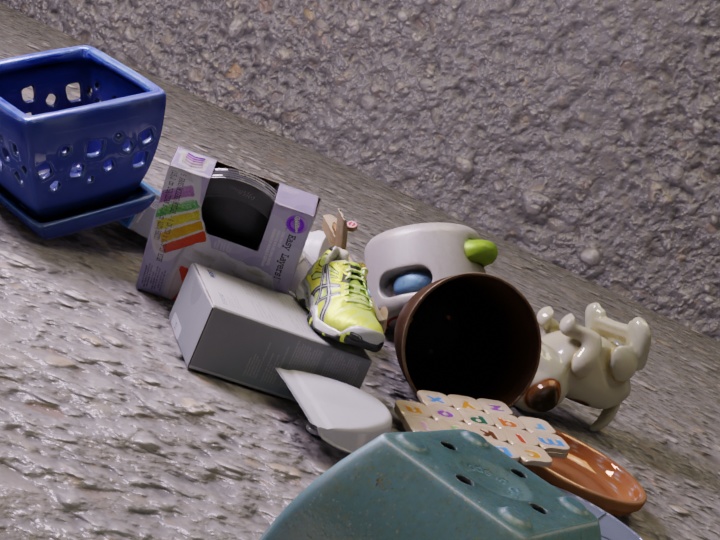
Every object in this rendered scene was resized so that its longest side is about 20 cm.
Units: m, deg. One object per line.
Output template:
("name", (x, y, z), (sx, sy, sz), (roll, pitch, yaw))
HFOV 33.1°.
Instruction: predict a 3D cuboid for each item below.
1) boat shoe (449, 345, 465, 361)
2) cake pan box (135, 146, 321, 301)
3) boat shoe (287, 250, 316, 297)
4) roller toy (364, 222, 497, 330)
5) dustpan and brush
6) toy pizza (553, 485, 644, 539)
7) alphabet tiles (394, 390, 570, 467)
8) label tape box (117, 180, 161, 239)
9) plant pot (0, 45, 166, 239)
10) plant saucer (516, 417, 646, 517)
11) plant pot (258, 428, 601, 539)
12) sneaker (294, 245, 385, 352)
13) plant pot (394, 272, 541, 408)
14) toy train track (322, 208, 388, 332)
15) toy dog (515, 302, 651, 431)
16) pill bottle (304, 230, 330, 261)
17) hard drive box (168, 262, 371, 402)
("boat shoe", (0.149, 0.119, 1.813), (0.071, 0.073, 0.200), (-4, 13, 15))
("cake pan box", (-0.160, -0.036, 1.457), (0.183, 0.201, 0.052), (19, 35, -8))
("boat shoe", (-0.109, -0.023, 1.532), (0.200, 0.072, 0.069), (51, -3, 4))
("roller toy", (0.098, 0.019, 1.815), (0.181, 0.141, 0.200), (0, -15, -19))
("dustpan and brush", (0.008, 0.170, 1.303), (0.198, 0.058, 0.140), (12, 17, -26))
("toy pizza", (0.229, 0.283, 1.275), (0.199, 0.032, 0.200), (25, 11, -5))
("alphabet tiles", (0.141, 0.187, 1.429), (0.198, 0.015, 0.196), (10, 12, -14))
("label tape box", (-0.291, -0.078, 1.722), (0.143, 0.066, 0.200), (33, -3, 36))
("plant pot", (-0.378, -0.160, 1.542), (0.199, 0.181, 0.199), (-21, 38, -36))
("plant saucer", (0.253, 0.245, 1.489), (0.199, 0.038, 0.200), (25, 11, -5))
("plant pot", (0.043, 0.213, 0.766), (0.195, 0.201, 0.196), (31, 12, 32))
("sneaker", (-0.022, 0.030, 1.395), (0.075, 0.077, 0.200), (20, 13, -28))
("plant pot", (0.118, 0.089, 1.618), (0.186, 0.188, 0.200), (22, -1, -14))
("toy train track", (0.000, 0.000, 1.490), (0.032, 0.115, 0.201), (-10, 44, -18))
("toy dog", (0.296, 0.144, 1.773), (0.198, 0.196, 0.139), (-8, 24, -28))
("pill bottle", (-0.138, -0.031, 1.630), (0.198, 0.105, 0.104), (11, 7, 16))
("hard drive box", (-0.106, 0.077, 1.391), (0.199, 0.077, 0.156), (21, 11, -21))
